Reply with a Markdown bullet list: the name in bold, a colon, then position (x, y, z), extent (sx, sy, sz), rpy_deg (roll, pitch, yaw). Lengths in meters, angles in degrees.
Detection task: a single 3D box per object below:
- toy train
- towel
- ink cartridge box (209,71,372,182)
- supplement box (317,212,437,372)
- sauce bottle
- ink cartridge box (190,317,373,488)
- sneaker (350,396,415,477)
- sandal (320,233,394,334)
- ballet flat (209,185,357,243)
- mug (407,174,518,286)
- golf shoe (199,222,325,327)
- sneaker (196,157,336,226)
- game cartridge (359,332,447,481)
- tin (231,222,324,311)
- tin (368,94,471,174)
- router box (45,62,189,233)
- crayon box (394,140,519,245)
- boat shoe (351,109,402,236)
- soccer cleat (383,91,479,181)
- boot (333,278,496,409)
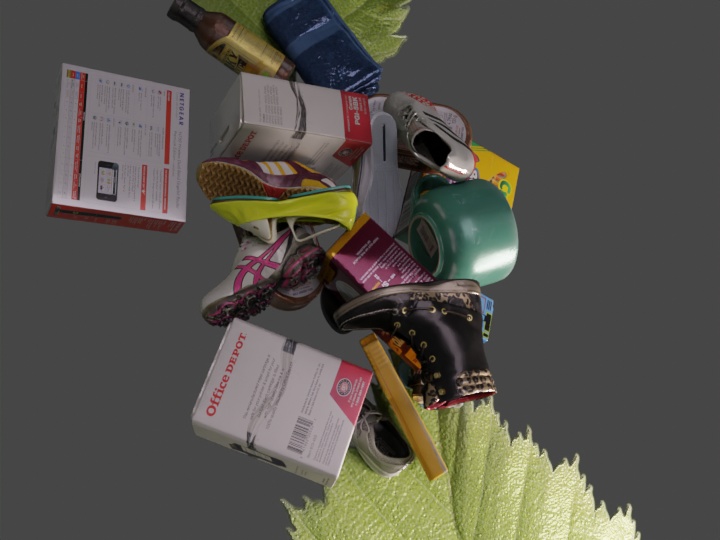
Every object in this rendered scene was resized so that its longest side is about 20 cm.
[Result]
- **toy train**: position (0.129, 0.111, 1.369), extent (0.113, 0.086, 0.203), rpy_deg (26, 62, -24)
- **towel**: position (-0.059, -0.343, 1.416), extent (0.111, 0.049, 0.201), rpy_deg (-30, 76, -17)
- **ink cartridge box**: position (-0.102, -0.198, 1.313), extent (0.197, 0.146, 0.085), rpy_deg (5, 68, -27)
- **supplement box**: position (0.043, 0.033, 1.262), extent (0.200, 0.111, 0.086), rpy_deg (43, 71, 6)
- **sauce bottle**: position (-0.193, -0.337, 1.364), extent (0.198, 0.065, 0.065), rpy_deg (32, 61, -13)
- **ink cartridge box**: position (-0.101, 0.171, 1.185), extent (0.197, 0.085, 0.147), rpy_deg (21, 68, 1)
- **sneaker**: position (0.002, 0.199, 1.269), extent (0.199, 0.082, 0.075), rpy_deg (42, 59, -9)
- **sandal**: position (0.000, 0.000, 1.359), extent (0.075, 0.045, 0.202), rpy_deg (34, 60, -14)
- **ballet flat**: position (-0.101, -0.070, 1.212), extent (0.196, 0.067, 0.069), rpy_deg (-5, 87, 1)
- **mug**: position (0.129, -0.050, 1.334), extent (0.113, 0.184, 0.155), rpy_deg (-14, 108, -26)
- **golf shoe**: position (-0.143, 0.003, 1.234), extent (0.199, 0.073, 0.092), rpy_deg (-34, 69, -34)
- **sneaker**: position (-0.129, -0.119, 1.283), extent (0.196, 0.076, 0.091), rpy_deg (16, 28, -7)
- **game cartridge**: position (0.054, 0.180, 1.257), extent (0.032, 0.176, 0.202), rpy_deg (-29, 85, -2)
- **tin**: position (-0.116, -0.043, 1.319), extent (0.111, 0.042, 0.203), rpy_deg (-15, 80, -35)
- **tin**: position (0.076, -0.214, 1.427), extent (0.196, 0.042, 0.114), rpy_deg (10, 57, 1)
- **router box**: position (-0.323, -0.162, 1.240), extent (0.176, 0.049, 0.204), rpy_deg (8, 69, -26)
- **crayon box**: position (0.158, -0.111, 1.474), extent (0.170, 0.058, 0.203), rpy_deg (25, 63, -19)
- **boat shoe**: position (0.020, -0.134, 1.361), extent (0.071, 0.062, 0.204), rpy_deg (-2, 99, -30)
- **soccer cleat**: position (0.089, -0.199, 1.325), extent (0.084, 0.069, 0.201), rpy_deg (7, 36, -50)
- **boot**: position (0.073, 0.096, 1.152), extent (0.196, 0.073, 0.153), rpy_deg (-7, 72, -18)
